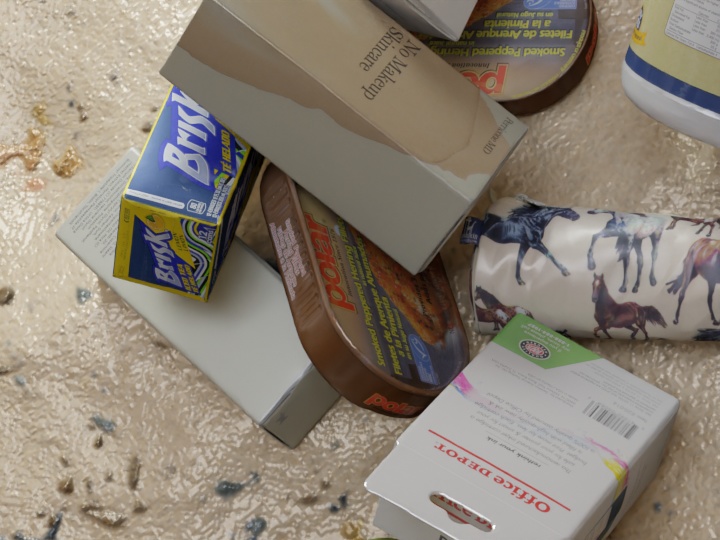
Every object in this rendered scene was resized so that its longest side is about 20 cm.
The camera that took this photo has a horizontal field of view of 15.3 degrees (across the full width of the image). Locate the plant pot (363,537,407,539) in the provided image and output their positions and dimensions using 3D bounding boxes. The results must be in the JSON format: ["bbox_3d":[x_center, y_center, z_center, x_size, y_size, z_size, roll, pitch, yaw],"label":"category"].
[{"bbox_3d":[0.013,0.262,1.521,0.198,0.200,0.191,-11,57,13],"label":"plant pot"}]

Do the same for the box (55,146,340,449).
[{"bbox_3d":[-0.094,0.016,1.687,0.082,0.068,0.200,-47,66,-2],"label":"box"}]

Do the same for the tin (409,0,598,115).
[{"bbox_3d":[0.055,-0.153,1.716,0.198,0.042,0.113,2,69,18],"label":"tin"}]

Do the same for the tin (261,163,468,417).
[{"bbox_3d":[0.000,0.000,1.624,0.042,0.112,0.201,-40,49,31],"label":"tin"}]

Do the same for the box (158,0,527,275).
[{"bbox_3d":[-0.010,-0.102,1.602,0.199,0.078,0.095,37,44,-1],"label":"box"}]

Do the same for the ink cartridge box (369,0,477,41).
[{"bbox_3d":[0.000,-0.239,1.684,0.199,0.084,0.146,18,78,41],"label":"ink cartridge box"}]

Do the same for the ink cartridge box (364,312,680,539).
[{"bbox_3d":[0.087,0.120,1.528,0.117,0.068,0.200,29,39,17],"label":"ink cartridge box"}]

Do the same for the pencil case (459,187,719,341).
[{"bbox_3d":[0.162,-0.003,1.609,0.198,0.078,0.090,2,91,18],"label":"pencil case"}]

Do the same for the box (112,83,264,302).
[{"bbox_3d":[-0.095,-0.076,1.659,0.064,0.070,0.201,14,43,3],"label":"box"}]

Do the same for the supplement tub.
[{"bbox_3d":[0.247,-0.176,1.569,0.144,0.144,0.201,25,108,23],"label":"supplement tub"}]
